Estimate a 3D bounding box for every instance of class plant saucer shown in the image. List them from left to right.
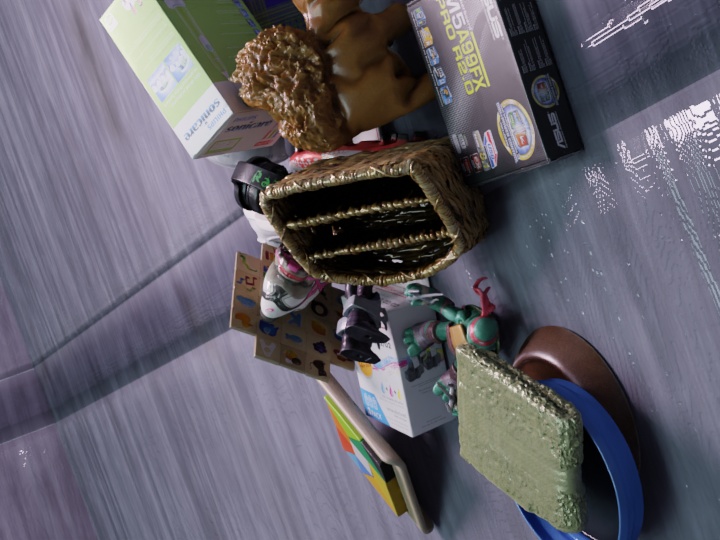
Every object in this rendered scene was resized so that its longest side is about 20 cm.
[{"bbox_3d":[0.213,0.157,1.591,0.200,0.034,0.201,41,142,43],"label":"plant saucer"}]

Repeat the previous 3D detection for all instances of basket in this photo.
[{"bbox_3d":[0.017,-0.049,1.604,0.199,0.149,0.144,-8,102,27],"label":"basket"}]

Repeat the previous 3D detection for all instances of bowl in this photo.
[{"bbox_3d":[0.211,0.202,1.544,0.201,0.039,0.202,42,142,43],"label":"bowl"}]

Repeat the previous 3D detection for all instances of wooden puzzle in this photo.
[{"bbox_3d":[0.013,0.232,1.942,0.185,0.037,0.200,48,169,38],"label":"wooden puzzle"}]

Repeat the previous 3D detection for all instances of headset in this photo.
[{"bbox_3d":[-0.083,-0.100,1.811,0.123,0.094,0.200,24,176,3],"label":"headset"}]

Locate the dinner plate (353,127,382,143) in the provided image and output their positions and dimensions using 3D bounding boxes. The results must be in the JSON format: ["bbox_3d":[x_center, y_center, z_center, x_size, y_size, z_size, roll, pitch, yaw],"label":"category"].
[{"bbox_3d":[-0.018,-0.168,1.820,0.200,0.024,0.201,41,141,45],"label":"dinner plate"}]

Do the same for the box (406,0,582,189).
[{"bbox_3d":[0.127,-0.191,1.498,0.160,0.044,0.201,-12,97,64],"label":"box"}]

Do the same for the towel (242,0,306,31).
[{"bbox_3d":[-0.121,-0.350,1.775,0.023,0.143,0.201,-38,-67,-77],"label":"towel"}]

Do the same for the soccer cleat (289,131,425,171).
[{"bbox_3d":[-0.002,-0.109,1.723,0.199,0.068,0.086,-1,97,38],"label":"soccer cleat"}]

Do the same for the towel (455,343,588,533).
[{"bbox_3d":[0.158,0.163,1.534,0.200,0.036,0.149,32,134,53],"label":"towel"}]

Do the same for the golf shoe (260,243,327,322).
[{"bbox_3d":[-0.077,0.003,1.878,0.072,0.200,0.092,34,109,7],"label":"golf shoe"}]

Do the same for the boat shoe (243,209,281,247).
[{"bbox_3d":[-0.108,-0.057,2.002,0.069,0.072,0.200,67,163,-13],"label":"boat shoe"}]

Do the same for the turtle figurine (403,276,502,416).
[{"bbox_3d":[0.106,0.082,1.672,0.200,0.100,0.151,125,129,-74],"label":"turtle figurine"}]

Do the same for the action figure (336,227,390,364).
[{"bbox_3d":[0.000,0.000,1.760,0.130,0.069,0.201,-45,40,52],"label":"action figure"}]

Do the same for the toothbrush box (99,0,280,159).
[{"bbox_3d":[-0.171,-0.234,1.706,0.086,0.145,0.200,-44,75,33],"label":"toothbrush box"}]

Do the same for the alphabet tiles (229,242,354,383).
[{"bbox_3d":[-0.082,0.050,1.893,0.006,0.166,0.201,-55,23,37],"label":"alphabet tiles"}]

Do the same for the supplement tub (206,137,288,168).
[{"bbox_3d":[-0.140,-0.236,1.885,0.122,0.122,0.201,37,134,48],"label":"supplement tub"}]

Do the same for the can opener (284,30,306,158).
[{"bbox_3d":[-0.065,-0.201,1.789,0.079,0.063,0.200,56,150,27],"label":"can opener"}]

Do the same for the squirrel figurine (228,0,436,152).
[{"bbox_3d":[-0.036,-0.232,1.607,0.187,0.199,0.141,63,162,-13],"label":"squirrel figurine"}]

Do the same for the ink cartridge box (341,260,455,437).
[{"bbox_3d":[0.041,0.084,1.831,0.115,0.068,0.201,16,122,59],"label":"ink cartridge box"}]
